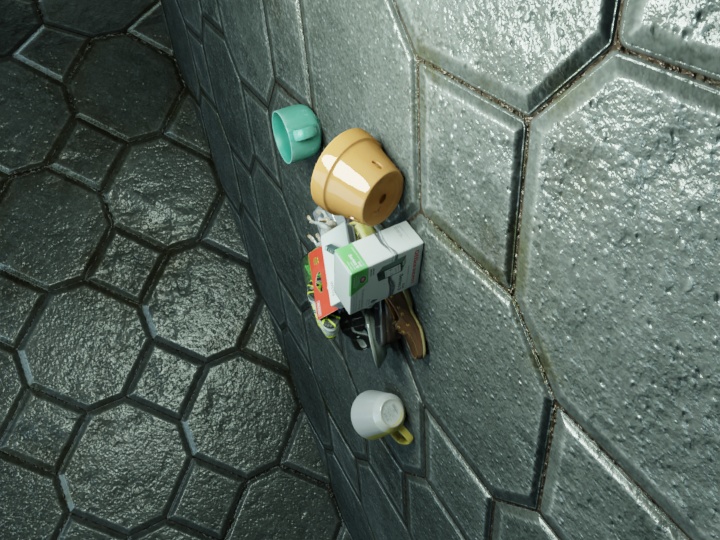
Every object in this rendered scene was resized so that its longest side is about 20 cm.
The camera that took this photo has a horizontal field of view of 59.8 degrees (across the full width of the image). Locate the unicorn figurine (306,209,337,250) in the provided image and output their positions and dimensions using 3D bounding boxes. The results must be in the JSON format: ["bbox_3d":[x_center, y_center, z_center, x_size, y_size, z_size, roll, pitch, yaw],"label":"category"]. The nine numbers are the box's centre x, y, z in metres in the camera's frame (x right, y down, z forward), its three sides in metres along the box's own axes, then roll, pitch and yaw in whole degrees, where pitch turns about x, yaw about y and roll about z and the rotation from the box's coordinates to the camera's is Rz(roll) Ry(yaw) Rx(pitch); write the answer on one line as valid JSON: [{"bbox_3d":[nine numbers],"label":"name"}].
[{"bbox_3d":[-0.108,-0.119,1.858,0.137,0.073,0.203,35,155,41],"label":"unicorn figurine"}]

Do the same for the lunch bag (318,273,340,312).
[{"bbox_3d":[-0.100,0.046,2.053,0.161,0.075,0.202,49,163,40],"label":"lunch bag"}]

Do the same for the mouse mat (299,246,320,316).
[{"bbox_3d":[-0.124,0.021,1.950,0.160,0.007,0.204,-36,60,38],"label":"mouse mat"}]

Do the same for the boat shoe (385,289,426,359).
[{"bbox_3d":[0.109,0.133,1.590,0.205,0.066,0.072,71,161,-1],"label":"boat shoe"}]

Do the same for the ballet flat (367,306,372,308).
[{"bbox_3d":[0.040,-0.001,1.591,0.072,0.070,0.203,48,121,46],"label":"ballet flat"}]

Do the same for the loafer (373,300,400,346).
[{"bbox_3d":[0.073,0.097,1.663,0.073,0.069,0.206,-168,76,-71],"label":"loafer"}]

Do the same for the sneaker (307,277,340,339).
[{"bbox_3d":[-0.106,0.103,1.728,0.203,0.073,0.078,-107,15,-45],"label":"sneaker"}]

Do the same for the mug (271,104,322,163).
[{"bbox_3d":[-0.170,-0.389,1.802,0.186,0.112,0.154,55,155,37],"label":"mug"}]

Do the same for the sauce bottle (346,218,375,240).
[{"bbox_3d":[0.001,-0.110,1.668,0.203,0.065,0.067,62,160,25],"label":"sauce bottle"}]

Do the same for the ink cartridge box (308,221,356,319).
[{"bbox_3d":[-0.076,0.002,1.626,0.171,0.043,0.205,-27,60,32],"label":"ink cartridge box"}]

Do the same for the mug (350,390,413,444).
[{"bbox_3d":[0.081,0.445,1.932,0.153,0.182,0.153,149,133,-62],"label":"mug"}]

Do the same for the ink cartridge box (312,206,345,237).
[{"bbox_3d":[-0.082,-0.113,1.937,0.196,0.042,0.205,148,103,-71],"label":"ink cartridge box"}]

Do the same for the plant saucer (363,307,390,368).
[{"bbox_3d":[0.050,0.169,1.766,0.200,0.049,0.206,-13,-89,-86],"label":"plant saucer"}]

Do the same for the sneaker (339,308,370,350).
[{"bbox_3d":[-0.021,0.126,1.765,0.203,0.074,0.117,70,-173,-49],"label":"sneaker"}]

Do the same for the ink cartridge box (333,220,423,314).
[{"bbox_3d":[0.041,-0.008,1.445,0.085,0.196,0.148,52,155,34],"label":"ink cartridge box"}]

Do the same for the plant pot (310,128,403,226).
[{"bbox_3d":[0.005,-0.195,1.408,0.139,0.199,0.203,37,147,28],"label":"plant pot"}]
